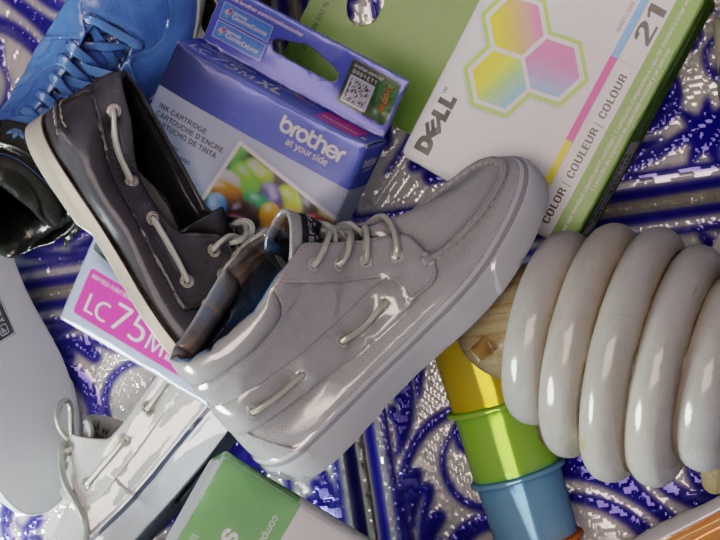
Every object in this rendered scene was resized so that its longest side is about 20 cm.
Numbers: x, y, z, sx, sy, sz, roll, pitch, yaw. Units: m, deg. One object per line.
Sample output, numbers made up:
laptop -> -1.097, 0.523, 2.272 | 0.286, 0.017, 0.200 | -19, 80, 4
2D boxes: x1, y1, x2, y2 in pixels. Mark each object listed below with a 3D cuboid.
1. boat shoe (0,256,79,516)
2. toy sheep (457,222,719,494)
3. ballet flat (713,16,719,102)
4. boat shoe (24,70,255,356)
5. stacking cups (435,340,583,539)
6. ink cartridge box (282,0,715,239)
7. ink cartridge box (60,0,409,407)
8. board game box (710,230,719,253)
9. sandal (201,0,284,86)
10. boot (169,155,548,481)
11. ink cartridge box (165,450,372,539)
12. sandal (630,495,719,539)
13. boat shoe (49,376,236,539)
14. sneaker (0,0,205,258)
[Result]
boat shoe -> -0.224, 0.045, 1.129 | 0.067, 0.072, 0.202 | -6, 109, 49
toy sheep -> 0.140, 0.043, 0.952 | 0.198, 0.138, 0.139 | 10, 97, 19
ballet flat -> 0.206, -0.135, 0.979 | 0.069, 0.071, 0.201 | -17, 128, -19
boat shoe -> -0.085, -0.010, 0.980 | 0.063, 0.073, 0.201 | -37, 92, 14
stacking cups -> 0.093, 0.125, 1.054 | 0.060, 0.060, 0.202 | -17, 94, 16
ink cartridge box -> 0.062, -0.124, 1.027 | 0.199, 0.076, 0.149 | 30, 101, 10
ink cartridge box -> -0.067, -0.035, 1.030 | 0.119, 0.042, 0.201 | 29, 105, 12
board game box -> 0.218, 0.013, 0.994 | 0.095, 0.030, 0.201 | 31, 116, 11
sandal -> -0.066, -0.157, 1.072 | 0.048, 0.075, 0.202 | -22, 94, -13
boot -> 0.000, 0.000, 0.938 | 0.200, 0.073, 0.096 | -49, 119, -10
ink cartridge box -> -0.009, 0.181, 1.008 | 0.199, 0.145, 0.088 | 30, 80, -3
sandal -> 0.218, 0.143, 1.000 | 0.206, 0.059, 0.079 | -33, 119, 18
boat shoe -> -0.139, 0.107, 1.102 | 0.086, 0.075, 0.202 | 42, 100, 9
sneaker -> -0.151, -0.085, 1.039 | 0.076, 0.112, 0.200 | 33, 127, -15
